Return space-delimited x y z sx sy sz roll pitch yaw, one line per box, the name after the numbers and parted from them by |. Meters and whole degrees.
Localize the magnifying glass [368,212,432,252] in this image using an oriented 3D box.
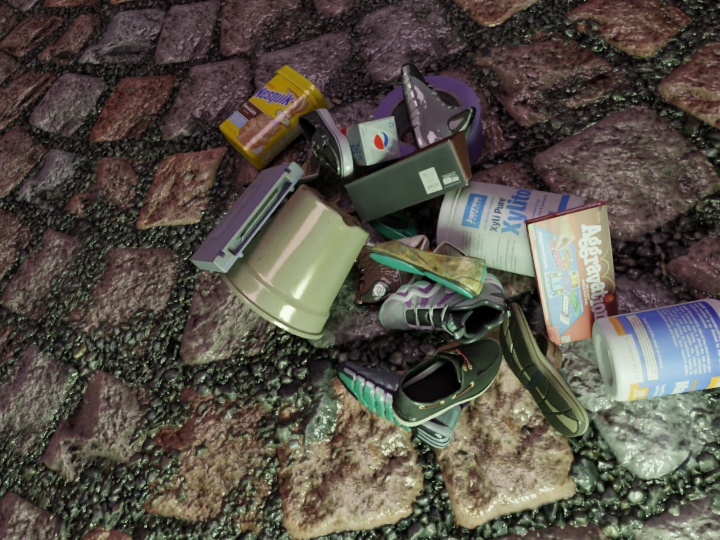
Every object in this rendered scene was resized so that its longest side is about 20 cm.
0.082 -0.053 0.867 0.200 0.079 0.022 49 130 40 | magnifying glass

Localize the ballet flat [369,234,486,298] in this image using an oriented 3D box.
0.102 -0.019 0.775 0.199 0.071 0.071 22 72 39 | ballet flat

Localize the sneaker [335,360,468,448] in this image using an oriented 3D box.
0.060 0.181 0.775 0.199 0.075 0.088 29 59 20 | sneaker

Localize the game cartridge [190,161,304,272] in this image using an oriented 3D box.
-0.179 -0.083 0.806 0.200 0.038 0.129 -56 25 -18 | game cartridge

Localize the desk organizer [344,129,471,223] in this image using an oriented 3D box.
0.081 -0.149 0.821 0.199 0.072 0.077 -16 18 37 | desk organizer

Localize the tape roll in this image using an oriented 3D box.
0.127 -0.262 0.964 0.199 0.085 0.201 -7 62 13 | tape roll

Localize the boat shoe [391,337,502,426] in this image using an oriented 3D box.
0.133 0.147 0.727 0.201 0.063 0.074 -24 54 -27 | boat shoe

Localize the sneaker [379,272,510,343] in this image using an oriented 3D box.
0.123 0.068 0.763 0.199 0.078 0.140 -18 21 10 | sneaker

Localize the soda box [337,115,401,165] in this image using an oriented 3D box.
0.005 -0.224 0.900 0.063 0.069 0.200 -16 16 -12 | soda box

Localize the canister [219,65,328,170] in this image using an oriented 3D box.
-0.188 -0.326 1.098 0.200 0.087 0.148 -44 59 -5 | canister

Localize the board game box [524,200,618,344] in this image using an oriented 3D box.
0.299 0.010 0.715 0.102 0.201 0.019 -15 24 9 | board game box

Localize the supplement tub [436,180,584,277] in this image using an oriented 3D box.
0.233 -0.064 0.800 0.199 0.132 0.133 13 68 23 | supplement tub

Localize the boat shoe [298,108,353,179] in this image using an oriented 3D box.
-0.063 -0.224 0.915 0.056 0.069 0.200 -13 45 -13 | boat shoe

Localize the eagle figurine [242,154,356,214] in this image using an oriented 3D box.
-0.119 -0.149 0.956 0.151 0.151 0.200 -55 51 26 | eagle figurine

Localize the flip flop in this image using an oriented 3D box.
0.262 0.135 0.726 0.057 0.081 0.201 -15 55 -19 | flip flop

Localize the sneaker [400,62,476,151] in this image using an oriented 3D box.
0.138 -0.280 0.886 0.115 0.075 0.201 -11 71 6 | sneaker

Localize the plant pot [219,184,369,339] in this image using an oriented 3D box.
-0.089 -0.025 0.814 0.200 0.200 0.184 42 100 30 | plant pot

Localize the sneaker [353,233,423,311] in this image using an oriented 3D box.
0.000 0.000 0.876 0.199 0.076 0.116 26 77 27 | sneaker

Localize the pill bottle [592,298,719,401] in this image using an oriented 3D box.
0.420 0.099 0.666 0.199 0.112 0.113 -12 61 12 | pill bottle
